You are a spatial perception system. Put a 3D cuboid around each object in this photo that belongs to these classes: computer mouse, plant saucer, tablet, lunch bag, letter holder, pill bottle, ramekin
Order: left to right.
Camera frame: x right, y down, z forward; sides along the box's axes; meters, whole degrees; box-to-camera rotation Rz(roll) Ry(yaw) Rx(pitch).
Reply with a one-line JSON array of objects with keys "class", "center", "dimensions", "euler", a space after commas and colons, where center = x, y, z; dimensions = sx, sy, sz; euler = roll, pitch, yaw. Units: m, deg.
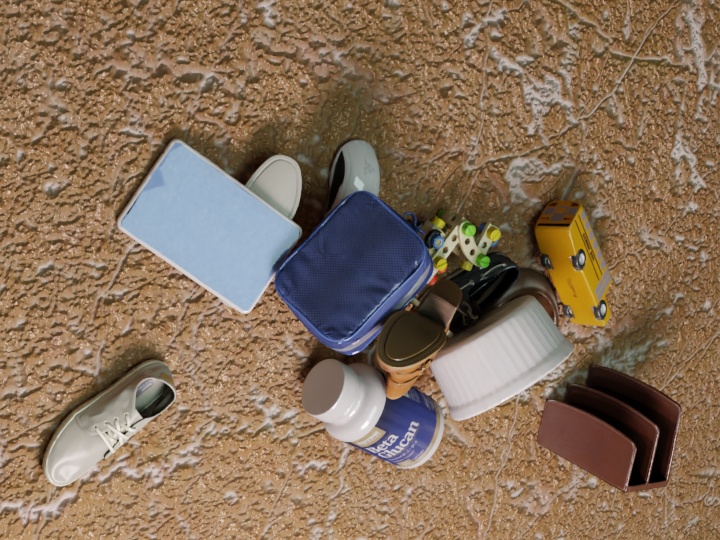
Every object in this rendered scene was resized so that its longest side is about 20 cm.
[{"class": "tablet", "center": [-0.181, -0.052, 1.571], "dimensions": [0.200, 0.014, 0.131], "euler": [36, 85, -18]}, {"class": "computer mouse", "center": [-0.014, -0.072, 1.715], "dimensions": [0.109, 0.044, 0.201], "euler": [1, 106, -36]}, {"class": "lunch bag", "center": [0.000, 0.000, 1.634], "dimensions": [0.200, 0.136, 0.132], "euler": [-44, 168, -3]}, {"class": "pill bottle", "center": [0.015, 0.194, 1.789], "dimensions": [0.200, 0.111, 0.112], "euler": [30, 88, -40]}, {"class": "ramekin", "center": [0.191, 0.118, 1.823], "dimensions": [0.200, 0.200, 0.098], "euler": [-32, 92, -24]}, {"class": "plant saucer", "center": [0.236, 0.096, 1.973], "dimensions": [0.199, 0.032, 0.202], "euler": [-15, 116, -33]}, {"class": "letter holder", "center": [0.391, 0.240, 2.031], "dimensions": [0.100, 0.200, 0.143], "euler": [0, 106, -36]}]

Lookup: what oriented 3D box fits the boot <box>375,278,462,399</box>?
[{"class": "boot", "center": [0.060, 0.114, 1.680], "dimensions": [0.200, 0.074, 0.155], "euler": [-40, 162, -50]}]

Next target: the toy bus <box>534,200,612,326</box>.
[{"class": "toy bus", "center": [0.331, -0.007, 1.976], "dimensions": [0.078, 0.065, 0.201], "euler": [-57, 133, -34]}]

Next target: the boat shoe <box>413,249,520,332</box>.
[{"class": "boat shoe", "center": [0.150, 0.044, 1.867], "dimensions": [0.200, 0.063, 0.073], "euler": [-40, 125, -19]}]

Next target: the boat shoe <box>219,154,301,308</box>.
[{"class": "boat shoe", "center": [-0.129, -0.049, 1.628], "dimensions": [0.073, 0.060, 0.201], "euler": [17, 93, -8]}]

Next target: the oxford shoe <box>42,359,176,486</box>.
[{"class": "oxford shoe", "center": [-0.305, 0.188, 1.583], "dimensions": [0.200, 0.058, 0.075], "euler": [-41, 129, -16]}]

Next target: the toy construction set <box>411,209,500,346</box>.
[{"class": "toy construction set", "center": [0.112, 0.000, 1.812], "dimensions": [0.131, 0.092, 0.201], "euler": [40, 71, -39]}]
